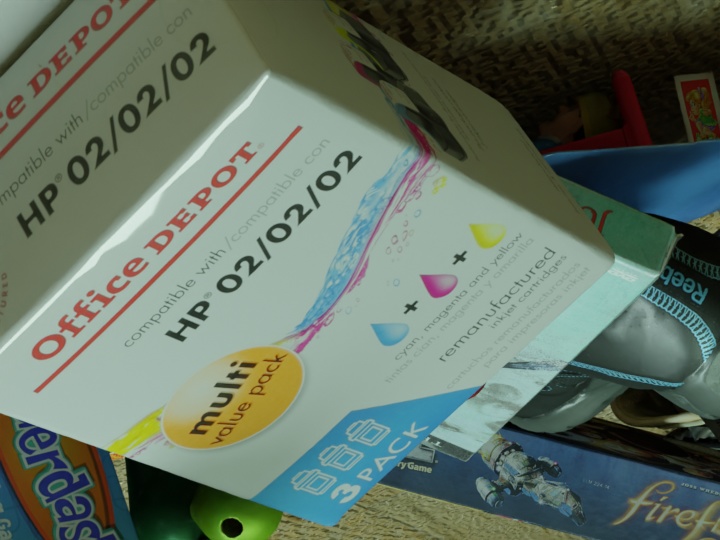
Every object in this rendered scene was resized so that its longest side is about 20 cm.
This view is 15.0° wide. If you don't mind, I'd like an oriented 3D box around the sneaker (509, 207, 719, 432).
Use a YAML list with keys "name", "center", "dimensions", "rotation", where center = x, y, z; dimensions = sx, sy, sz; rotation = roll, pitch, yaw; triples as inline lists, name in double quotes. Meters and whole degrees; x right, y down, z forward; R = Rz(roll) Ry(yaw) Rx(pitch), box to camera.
- name: "sneaker"
  center: [0.074, 0.007, 0.949]
  dimensions: [0.082, 0.073, 0.200]
  rotation: [29, 163, -18]

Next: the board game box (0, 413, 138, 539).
- name: "board game box"
  center: [-0.117, 0.072, 0.777]
  dimensions: [0.045, 0.200, 0.152]
  rotation: [-11, 164, -30]

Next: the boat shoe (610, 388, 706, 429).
- name: "boat shoe"
  center: [0.194, 0.039, 1.358]
  dimensions: [0.065, 0.072, 0.200]
  rotation: [-13, 170, -30]

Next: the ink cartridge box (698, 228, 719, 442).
- name: "ink cartridge box"
  center: [0.206, -0.016, 1.012]
  dimensions: [0.145, 0.083, 0.200]
  rotation: [-36, 179, -22]

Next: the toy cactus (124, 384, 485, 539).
- name: "toy cactus"
  center: [-0.056, 0.059, 0.861]
  dimensions: [0.102, 0.165, 0.200]
  rotation: [18, 117, -46]

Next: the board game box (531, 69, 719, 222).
- name: "board game box"
  center: [0.062, -0.037, 0.957]
  dimensions: [0.200, 0.039, 0.158]
  rotation: [-6, 167, -38]

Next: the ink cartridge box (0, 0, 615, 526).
- name: "ink cartridge box"
  center: [-0.040, -0.014, 0.683]
  dimensions: [0.115, 0.068, 0.200]
  rotation: [-45, 143, 16]

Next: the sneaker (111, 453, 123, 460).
- name: "sneaker"
  center: [-0.143, 0.056, 0.955]
  dimensions: [0.200, 0.073, 0.077]
  rotation: [-5, 170, -38]

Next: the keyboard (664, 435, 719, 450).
- name: "keyboard"
  center: [0.128, 0.087, 1.444]
  dimensions: [0.200, 0.040, 0.104]
  rotation: [5, 164, -1]

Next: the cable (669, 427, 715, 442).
- name: "cable"
  center: [0.226, 0.118, 1.732]
  dimensions: [0.097, 0.050, 0.200]
  rotation: [-16, 167, -20]

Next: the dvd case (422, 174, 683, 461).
- name: "dvd case"
  center: [0.000, 0.000, 0.865]
  dimensions: [0.146, 0.022, 0.200]
  rotation: [23, 158, -7]

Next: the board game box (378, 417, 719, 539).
- name: "board game box"
  center: [0.060, 0.072, 1.076]
  dimensions: [0.200, 0.035, 0.135]
  rotation: [15, -176, -1]
